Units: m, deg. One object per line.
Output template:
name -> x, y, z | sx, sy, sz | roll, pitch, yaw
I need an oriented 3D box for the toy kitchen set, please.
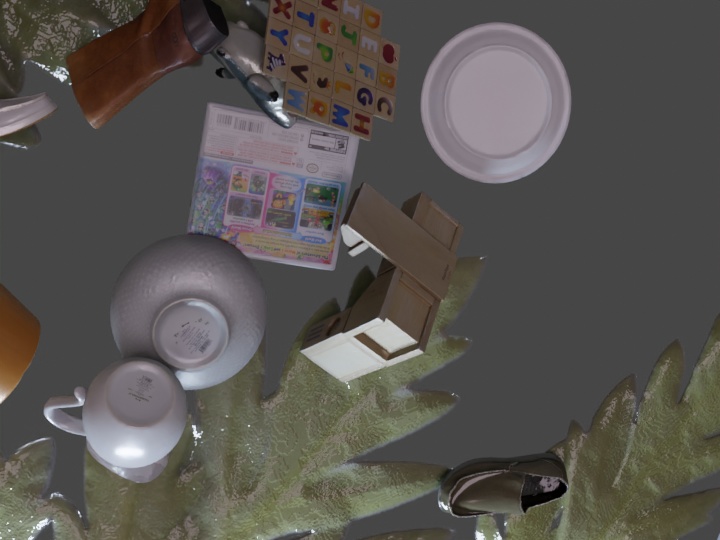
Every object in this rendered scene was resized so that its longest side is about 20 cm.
toy kitchen set -> 0.000, 0.000, 1.229 | 0.163, 0.180, 0.202 | 37, 53, -21

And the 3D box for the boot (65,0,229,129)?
boot -> -0.255, -0.285, 1.098 | 0.198, 0.068, 0.191 | -28, 71, 19

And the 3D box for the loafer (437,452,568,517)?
loafer -> 0.207, 0.306, 1.349 | 0.197, 0.070, 0.076 | -12, 106, -10

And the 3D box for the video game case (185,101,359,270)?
video game case -> -0.111, -0.104, 1.203 | 0.197, 0.024, 0.185 | 8, 101, -16

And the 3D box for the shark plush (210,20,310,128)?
shark plush -> -0.155, -0.243, 1.128 | 0.198, 0.083, 0.092 | 25, 61, -9

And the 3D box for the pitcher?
pitcher -> -0.298, 0.174, 1.145 | 0.169, 0.200, 0.123 | 20, 59, -9

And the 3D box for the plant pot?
plant pot -> -0.476, 0.064, 1.083 | 0.201, 0.200, 0.183 | -50, 124, 2

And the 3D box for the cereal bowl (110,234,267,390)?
cereal bowl -> -0.210, 0.062, 1.176 | 0.197, 0.083, 0.203 | -4, 110, -10

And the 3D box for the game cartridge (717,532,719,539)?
game cartridge -> 0.627, 0.429, 1.495 | 0.131, 0.041, 0.203 | 19, 98, -12

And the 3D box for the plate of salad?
plate of salad -> 0.174, -0.215, 1.230 | 0.196, 0.048, 0.204 | -1, 98, -4

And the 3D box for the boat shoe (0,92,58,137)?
boat shoe -> -0.448, -0.180, 1.081 | 0.197, 0.071, 0.070 | -16, 108, -8

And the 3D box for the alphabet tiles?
alphabet tiles -> -0.030, -0.254, 1.138 | 0.198, 0.006, 0.169 | 14, 77, -38
